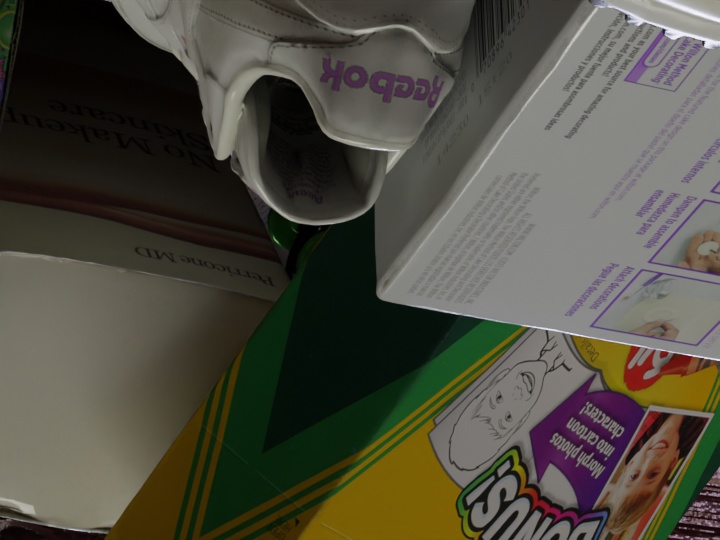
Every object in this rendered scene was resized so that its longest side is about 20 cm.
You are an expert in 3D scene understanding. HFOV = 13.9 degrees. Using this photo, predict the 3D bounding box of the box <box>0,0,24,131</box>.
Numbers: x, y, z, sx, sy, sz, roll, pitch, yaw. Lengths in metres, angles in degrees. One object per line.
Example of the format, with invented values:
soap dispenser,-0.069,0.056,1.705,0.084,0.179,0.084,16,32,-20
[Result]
box,-0.190,-0.019,0.858,0.121,0.201,0.192,12,172,-24

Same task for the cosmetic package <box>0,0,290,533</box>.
cosmetic package,-0.097,-0.011,0.920,0.103,0.088,0.200,12,-154,-25

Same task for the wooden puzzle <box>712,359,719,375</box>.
wooden puzzle,0.128,0.005,0.870,0.046,0.201,0.185,-34,154,12

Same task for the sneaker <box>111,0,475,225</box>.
sneaker,-0.027,-0.061,0.732,0.074,0.100,0.200,9,175,-17

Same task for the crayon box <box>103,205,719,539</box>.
crayon box,0.031,0.059,0.890,0.058,0.173,0.200,35,180,32

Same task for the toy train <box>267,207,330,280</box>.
toy train,0.000,0.000,0.895,0.056,0.201,0.042,1,-152,-23

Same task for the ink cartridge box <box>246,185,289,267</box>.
ink cartridge box,-0.019,0.007,1.039,0.068,0.116,0.200,52,178,-17

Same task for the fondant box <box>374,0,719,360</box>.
fondant box,0.119,-0.034,0.718,0.199,0.059,0.144,11,147,-18

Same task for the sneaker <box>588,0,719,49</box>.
sneaker,0.127,-0.082,0.559,0.198,0.071,0.093,11,156,-11
